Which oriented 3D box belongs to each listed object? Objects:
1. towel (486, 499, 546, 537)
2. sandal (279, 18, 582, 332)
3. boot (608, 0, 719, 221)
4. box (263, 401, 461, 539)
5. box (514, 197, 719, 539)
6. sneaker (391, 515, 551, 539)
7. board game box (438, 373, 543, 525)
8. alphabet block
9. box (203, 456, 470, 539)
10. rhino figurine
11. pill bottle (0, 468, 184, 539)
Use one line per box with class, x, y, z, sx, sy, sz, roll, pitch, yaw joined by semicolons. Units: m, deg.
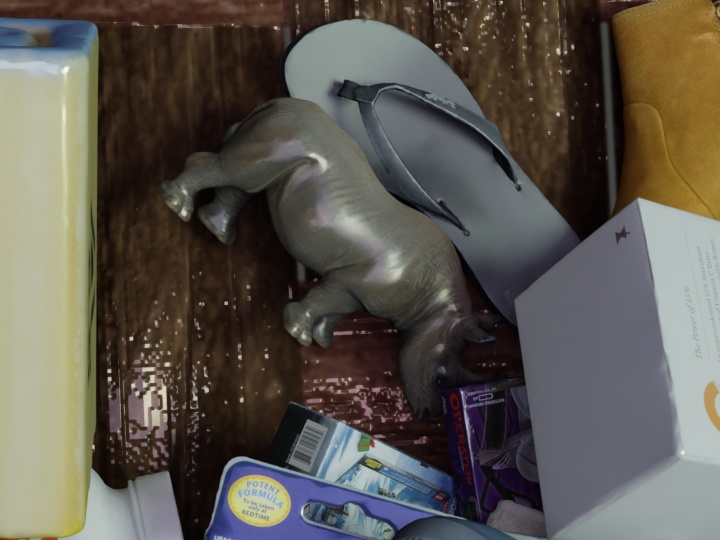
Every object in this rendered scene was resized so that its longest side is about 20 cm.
towel;0.120;0.205;0.869;0.199;0.035;0.133;28;71;8
sandal;0.045;-0.054;0.982;0.200;0.043;0.076;43;83;-2
boot;0.148;-0.060;0.980;0.200;0.071;0.145;-18;82;-19
box;-0.020;0.178;0.924;0.137;0.040;0.201;31;81;-44
box;0.182;0.063;0.887;0.199;0.097;0.125;14;54;-29
sneaker;0.102;0.143;0.829;0.199;0.070;0.082;29;45;-10
board game box;0.139;0.102;0.963;0.198;0.032;0.121;-9;92;-25
alphabet block;-0.210;-0.007;0.855;0.193;0.196;0.202;2;101;-5
box;-0.027;0.192;0.841;0.120;0.032;0.202;15;83;5
rhino figurine;0.000;0.000;0.958;0.087;0.060;0.200;-44;94;9
pill bottle;-0.178;0.154;0.909;0.198;0.112;0.114;-13;88;-7
